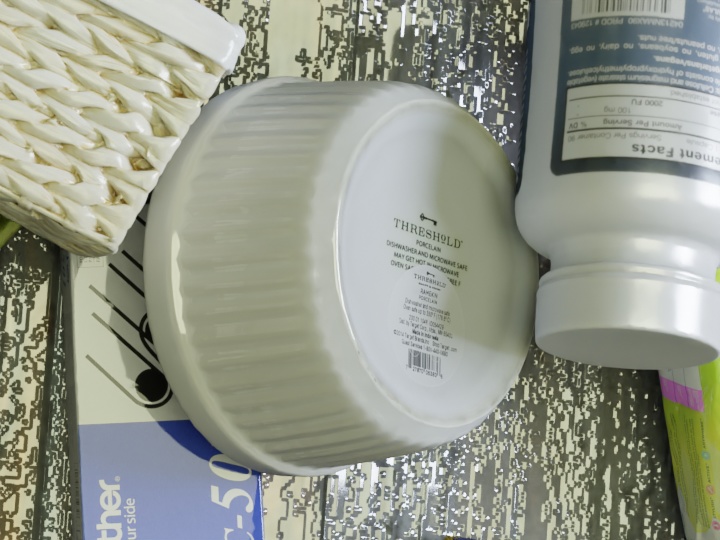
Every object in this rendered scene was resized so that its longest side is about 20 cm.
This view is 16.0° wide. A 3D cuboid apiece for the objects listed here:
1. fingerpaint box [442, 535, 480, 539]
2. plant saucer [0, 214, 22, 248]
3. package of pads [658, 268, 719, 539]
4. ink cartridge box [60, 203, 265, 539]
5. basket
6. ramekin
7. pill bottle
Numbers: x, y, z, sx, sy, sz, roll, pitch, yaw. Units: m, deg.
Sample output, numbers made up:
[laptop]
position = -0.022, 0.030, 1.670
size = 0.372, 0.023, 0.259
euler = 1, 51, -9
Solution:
[fingerpaint box]
position = 0.042, 0.263, 1.307
size = 0.167, 0.073, 0.200
euler = 46, 76, -9
[plant saucer]
position = -0.266, -0.062, 1.261
size = 0.200, 0.048, 0.200
euler = 43, 77, -8
[package of pads]
position = 0.234, 0.055, 1.354
size = 0.154, 0.068, 0.200
euler = -16, 106, -15
[ink cartridge box]
position = -0.100, 0.066, 1.298
size = 0.094, 0.044, 0.200
euler = -2, 87, -14
[basket]
position = -0.175, -0.100, 1.196
size = 0.200, 0.136, 0.123
euler = 29, 83, -12
[ramekin]
position = 0.000, 0.000, 1.251
size = 0.200, 0.105, 0.200
euler = 8, 80, -50
[pill bottle]
position = 0.136, -0.058, 1.247
size = 0.120, 0.120, 0.200
euler = 9, 76, -14
